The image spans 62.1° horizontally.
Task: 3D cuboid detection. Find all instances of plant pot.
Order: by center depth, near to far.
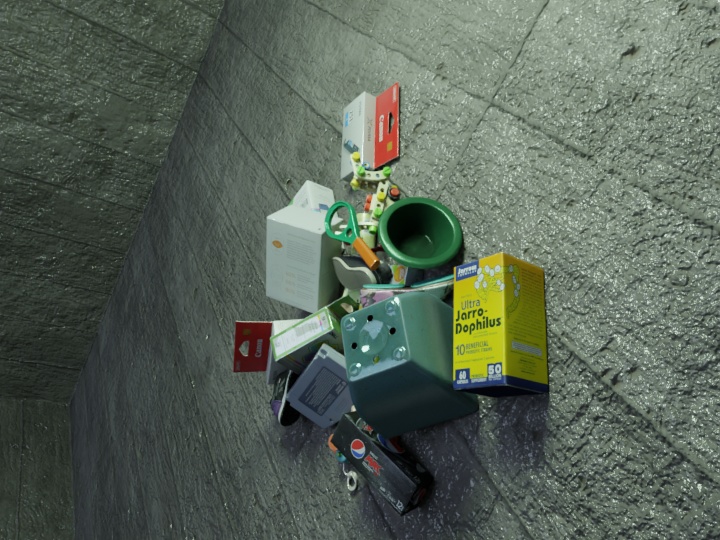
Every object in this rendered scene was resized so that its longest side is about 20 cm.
[{"bbox_3d":[0.063,0.148,1.028,0.192,0.200,0.201,-22,56,21],"label":"plant pot"}]

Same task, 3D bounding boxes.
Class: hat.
[{"bbox_3d":[0.110,-0.033,1.220,0.178,0.161,0.203,90,163,-53],"label":"hat"}]

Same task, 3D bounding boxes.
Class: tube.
[{"bbox_3d":[0.003,-0.026,1.358,0.057,0.051,0.206,-15,66,53],"label":"tube"}]

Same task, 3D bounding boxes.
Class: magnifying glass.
[{"bbox_3d":[-0.016,-0.071,1.241,0.080,0.022,0.201,-52,47,16],"label":"magnifying glass"}]

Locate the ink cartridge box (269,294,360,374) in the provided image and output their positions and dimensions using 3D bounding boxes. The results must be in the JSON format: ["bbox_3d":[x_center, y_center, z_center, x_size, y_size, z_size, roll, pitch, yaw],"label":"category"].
[{"bbox_3d":[-0.083,0.139,1.275,0.197,0.104,0.060,-30,58,9],"label":"ink cartridge box"}]

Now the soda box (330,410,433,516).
[{"bbox_3d":[0.036,0.348,1.106,0.199,0.063,0.072,37,108,33],"label":"soda box"}]

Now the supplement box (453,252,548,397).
[{"bbox_3d":[0.221,0.091,0.957,0.108,0.108,0.206,-19,61,49],"label":"supplement box"}]

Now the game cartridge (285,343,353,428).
[{"bbox_3d":[-0.070,0.254,1.285,0.201,0.131,0.042,-53,7,37],"label":"game cartridge"}]

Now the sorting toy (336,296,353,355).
[{"bbox_3d":[-0.060,0.187,1.373,0.184,0.036,0.205,-36,54,42],"label":"sorting toy"}]

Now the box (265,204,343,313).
[{"bbox_3d":[-0.131,-0.028,1.391,0.149,0.106,0.205,17,118,23],"label":"box"}]

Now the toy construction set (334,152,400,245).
[{"bbox_3d":[0.016,-0.150,1.314,0.092,0.128,0.205,131,154,-76],"label":"toy construction set"}]

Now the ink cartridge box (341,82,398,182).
[{"bbox_3d":[0.021,-0.337,1.448,0.175,0.044,0.206,-23,59,50],"label":"ink cartridge box"}]

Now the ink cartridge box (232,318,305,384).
[{"bbox_3d":[-0.209,0.195,1.406,0.203,0.171,0.045,105,158,-45],"label":"ink cartridge box"}]

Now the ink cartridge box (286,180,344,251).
[{"bbox_3d":[-0.127,-0.101,1.539,0.145,0.086,0.204,-44,43,36],"label":"ink cartridge box"}]

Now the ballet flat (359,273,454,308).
[{"bbox_3d":[0.095,0.053,1.147,0.194,0.069,0.073,-8,95,13],"label":"ballet flat"}]

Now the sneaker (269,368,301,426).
[{"bbox_3d":[-0.168,0.254,1.398,0.087,0.075,0.204,35,109,43],"label":"sneaker"}]

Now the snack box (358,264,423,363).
[{"bbox_3d":[0.053,0.094,1.240,0.141,0.052,0.206,-2,74,52],"label":"snack box"}]

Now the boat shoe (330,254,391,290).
[{"bbox_3d":[0.000,0.000,1.280,0.199,0.062,0.074,17,132,61],"label":"boat shoe"}]

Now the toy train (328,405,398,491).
[{"bbox_3d":[-0.002,0.347,1.218,0.202,0.055,0.152,-54,39,26],"label":"toy train"}]
